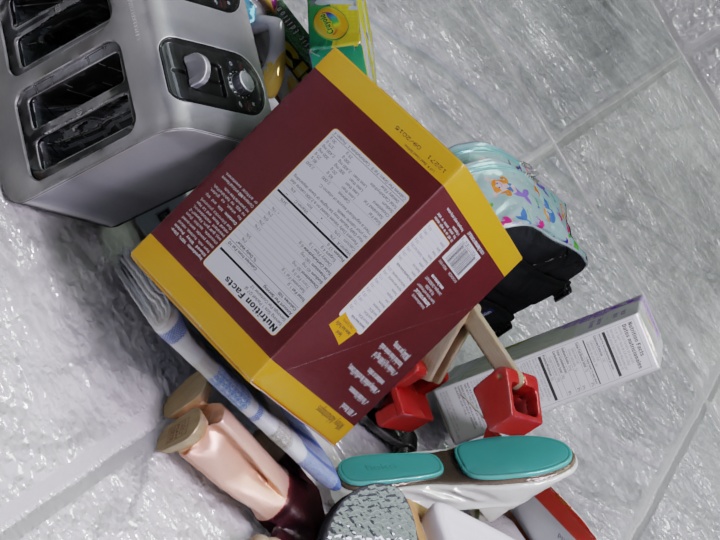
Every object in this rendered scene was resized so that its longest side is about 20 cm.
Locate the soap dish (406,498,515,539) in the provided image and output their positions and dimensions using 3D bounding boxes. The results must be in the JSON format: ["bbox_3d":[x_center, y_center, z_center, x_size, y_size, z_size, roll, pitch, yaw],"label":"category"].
[{"bbox_3d":[0.098,0.277,1.342,0.200,0.081,0.157,34,28,-45],"label":"soap dish"}]

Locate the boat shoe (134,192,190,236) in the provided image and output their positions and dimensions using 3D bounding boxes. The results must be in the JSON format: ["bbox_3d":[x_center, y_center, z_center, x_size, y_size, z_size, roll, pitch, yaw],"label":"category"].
[{"bbox_3d":[-0.134,-0.057,1.372,0.200,0.074,0.068,61,28,2],"label":"boat shoe"}]

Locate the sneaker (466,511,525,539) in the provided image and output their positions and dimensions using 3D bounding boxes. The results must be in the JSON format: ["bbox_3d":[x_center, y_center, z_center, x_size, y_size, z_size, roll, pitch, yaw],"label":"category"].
[{"bbox_3d":[0.099,0.244,1.506,0.200,0.078,0.099,43,21,-52],"label":"sneaker"}]

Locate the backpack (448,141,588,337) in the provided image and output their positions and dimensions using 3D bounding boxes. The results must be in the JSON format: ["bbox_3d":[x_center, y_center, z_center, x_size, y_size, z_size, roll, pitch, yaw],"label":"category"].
[{"bbox_3d":[0.102,-0.031,1.676,0.200,0.177,0.151,15,48,-60],"label":"backpack"}]

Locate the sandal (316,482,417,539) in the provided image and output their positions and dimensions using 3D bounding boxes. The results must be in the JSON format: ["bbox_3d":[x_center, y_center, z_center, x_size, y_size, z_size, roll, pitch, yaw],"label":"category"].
[{"bbox_3d":[-0.007,0.251,1.260,0.076,0.043,0.200,14,73,-21],"label":"sandal"}]

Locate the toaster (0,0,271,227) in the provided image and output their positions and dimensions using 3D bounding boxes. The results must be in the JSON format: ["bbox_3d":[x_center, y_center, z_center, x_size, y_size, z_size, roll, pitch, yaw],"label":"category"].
[{"bbox_3d":[-0.177,-0.142,1.266,0.119,0.200,0.181,13,59,-55],"label":"toaster"}]

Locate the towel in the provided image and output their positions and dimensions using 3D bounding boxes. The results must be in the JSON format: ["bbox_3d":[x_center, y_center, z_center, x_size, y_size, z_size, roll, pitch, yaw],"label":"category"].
[{"bbox_3d":[-0.097,0.071,1.288,0.200,0.024,0.147,46,0,-29],"label":"towel"}]

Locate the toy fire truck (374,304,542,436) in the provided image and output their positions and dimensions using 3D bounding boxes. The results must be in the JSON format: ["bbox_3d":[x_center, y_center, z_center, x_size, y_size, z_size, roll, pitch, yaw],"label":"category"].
[{"bbox_3d":[0.063,0.066,1.489,0.049,0.141,0.200,17,47,-50],"label":"toy fire truck"}]

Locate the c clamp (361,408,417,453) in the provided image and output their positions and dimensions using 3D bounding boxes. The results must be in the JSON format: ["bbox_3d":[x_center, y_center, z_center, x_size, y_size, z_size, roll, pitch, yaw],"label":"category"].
[{"bbox_3d":[0.027,0.102,1.575,0.171,0.027,0.200,39,32,-29],"label":"c clamp"}]

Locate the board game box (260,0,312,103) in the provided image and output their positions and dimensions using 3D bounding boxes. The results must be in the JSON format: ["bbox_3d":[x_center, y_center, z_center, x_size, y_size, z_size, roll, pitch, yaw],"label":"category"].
[{"bbox_3d":[-0.050,-0.166,1.567,0.023,0.105,0.200,-38,92,-25],"label":"board game box"}]

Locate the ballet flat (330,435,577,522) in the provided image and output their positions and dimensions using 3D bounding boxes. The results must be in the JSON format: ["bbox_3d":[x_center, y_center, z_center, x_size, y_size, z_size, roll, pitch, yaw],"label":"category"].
[{"bbox_3d":[0.074,0.175,1.410,0.069,0.200,0.070,175,-90,-81],"label":"ballet flat"}]

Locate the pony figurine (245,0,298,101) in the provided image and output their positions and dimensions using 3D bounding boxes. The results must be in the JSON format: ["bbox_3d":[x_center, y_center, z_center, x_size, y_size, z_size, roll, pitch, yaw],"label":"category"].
[{"bbox_3d":[-0.128,-0.209,1.456,0.166,0.193,0.200,-10,91,-61],"label":"pony figurine"}]

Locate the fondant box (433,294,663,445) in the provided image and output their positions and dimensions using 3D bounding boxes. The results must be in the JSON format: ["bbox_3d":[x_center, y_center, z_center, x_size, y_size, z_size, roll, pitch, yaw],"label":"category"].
[{"bbox_3d":[0.177,0.090,1.626,0.144,0.200,0.058,-29,98,-78],"label":"fondant box"}]

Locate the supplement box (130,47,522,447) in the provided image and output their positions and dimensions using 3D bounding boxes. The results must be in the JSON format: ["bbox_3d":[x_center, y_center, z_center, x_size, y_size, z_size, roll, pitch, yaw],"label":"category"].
[{"bbox_3d":[-0.018,-0.010,1.240,0.133,0.200,0.197,45,-1,24],"label":"supplement box"}]

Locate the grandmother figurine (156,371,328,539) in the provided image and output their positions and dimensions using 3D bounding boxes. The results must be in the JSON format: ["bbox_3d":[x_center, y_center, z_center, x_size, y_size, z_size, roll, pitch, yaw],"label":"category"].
[{"bbox_3d":[-0.062,0.165,1.287,0.200,0.061,0.121,43,38,-28],"label":"grandmother figurine"}]

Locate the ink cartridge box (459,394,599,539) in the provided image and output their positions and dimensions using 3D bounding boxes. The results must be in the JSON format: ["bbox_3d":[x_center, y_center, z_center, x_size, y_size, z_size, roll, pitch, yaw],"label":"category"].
[{"bbox_3d":[0.152,0.211,1.532,0.162,0.050,0.200,46,-2,39],"label":"ink cartridge box"}]

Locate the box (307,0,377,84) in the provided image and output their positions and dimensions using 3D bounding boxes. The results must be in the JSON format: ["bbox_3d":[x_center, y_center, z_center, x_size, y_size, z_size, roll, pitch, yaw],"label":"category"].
[{"bbox_3d":[-0.015,-0.197,1.447,0.200,0.048,0.117,-91,172,-48],"label":"box"}]
